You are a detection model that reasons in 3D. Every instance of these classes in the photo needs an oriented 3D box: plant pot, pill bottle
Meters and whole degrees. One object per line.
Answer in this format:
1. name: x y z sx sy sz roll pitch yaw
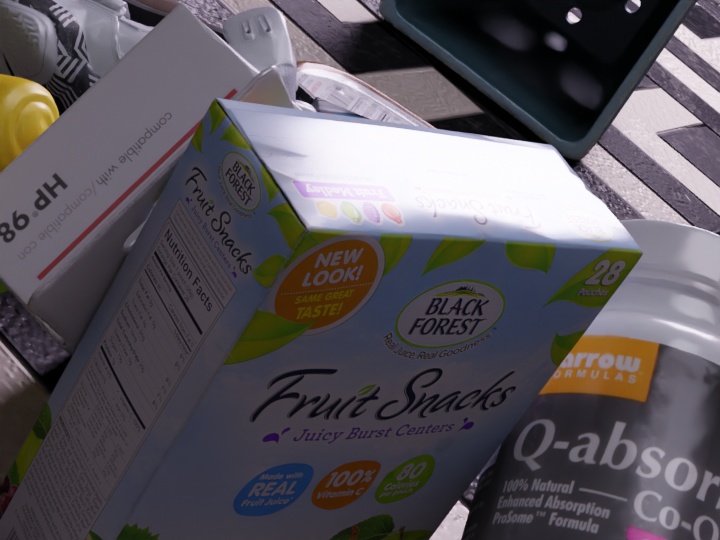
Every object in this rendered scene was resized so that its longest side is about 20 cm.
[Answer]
1. plant pot: 0.168 -0.228 1.207 0.195 0.197 0.200 38 20 11
2. pill bottle: 0.103 0.089 0.615 0.115 0.116 0.202 26 62 -13

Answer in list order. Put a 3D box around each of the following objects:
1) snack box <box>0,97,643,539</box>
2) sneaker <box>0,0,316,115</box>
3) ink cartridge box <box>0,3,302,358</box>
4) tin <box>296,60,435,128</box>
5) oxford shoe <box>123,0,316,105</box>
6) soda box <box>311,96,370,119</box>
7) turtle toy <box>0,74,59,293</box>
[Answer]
1. snack box: -0.019 0.044 0.554 0.167 0.201 0.068 2 40 -44
2. sneaker: -0.106 -0.103 0.789 0.114 0.075 0.200 -34 72 -27
3. ink cartridge box: -0.072 -0.018 0.586 0.067 0.116 0.200 43 -8 18
4. tin: 0.025 -0.057 0.939 0.199 0.042 0.112 33 32 0
5. oxford shoe: -0.097 -0.119 0.871 0.199 0.073 0.085 30 25 -7
6. soda box: 0.000 0.000 0.782 0.063 0.069 0.201 20 32 -24
7. turtle toy: -0.185 -0.029 0.594 0.144 0.102 0.199 13 17 30
